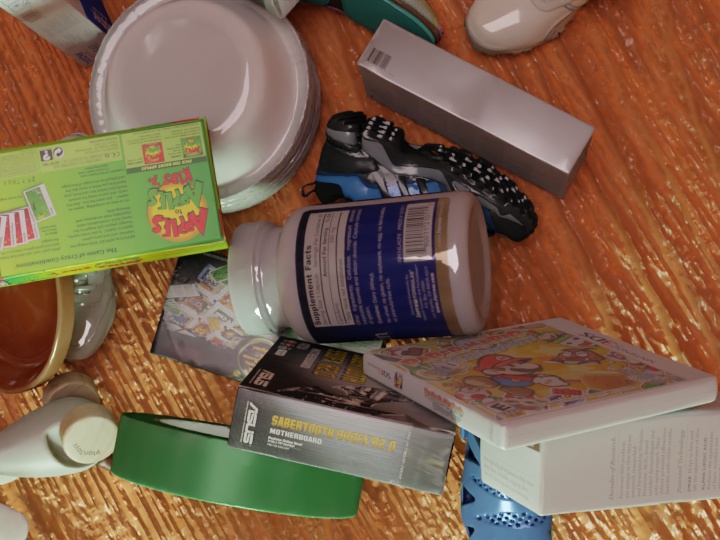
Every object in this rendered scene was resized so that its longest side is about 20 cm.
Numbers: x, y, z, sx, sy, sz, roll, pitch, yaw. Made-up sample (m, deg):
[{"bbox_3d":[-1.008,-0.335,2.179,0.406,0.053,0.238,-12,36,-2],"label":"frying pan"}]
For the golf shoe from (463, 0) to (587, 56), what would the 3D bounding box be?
[{"bbox_3d":[0.175,-0.254,1.026,0.199,0.097,0.079,-29,82,6],"label":"golf shoe"}]

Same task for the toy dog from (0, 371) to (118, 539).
[{"bbox_3d":[-0.286,0.174,1.052,0.199,0.132,0.097,-21,119,10],"label":"toy dog"}]

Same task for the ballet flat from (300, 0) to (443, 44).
[{"bbox_3d":[-0.012,-0.259,1.076,0.199,0.069,0.071,19,67,10],"label":"ballet flat"}]

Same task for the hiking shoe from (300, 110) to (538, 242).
[{"bbox_3d":[0.054,-0.065,1.047,0.199,0.074,0.087,25,114,8],"label":"hiking shoe"}]

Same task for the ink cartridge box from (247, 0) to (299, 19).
[{"bbox_3d":[-0.074,-0.331,1.056,0.162,0.057,0.200,32,76,20],"label":"ink cartridge box"}]

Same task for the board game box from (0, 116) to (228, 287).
[{"bbox_3d":[-0.212,-0.053,0.963,0.199,0.048,0.102,-10,86,-5],"label":"board game box"}]

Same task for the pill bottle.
[{"bbox_3d":[0.000,0.000,0.987,0.199,0.116,0.116,-4,83,17],"label":"pill bottle"}]

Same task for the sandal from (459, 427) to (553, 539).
[{"bbox_3d":[0.114,0.160,0.995,0.079,0.087,0.201,-10,84,5],"label":"sandal"}]

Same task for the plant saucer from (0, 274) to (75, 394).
[{"bbox_3d":[-0.310,0.006,1.058,0.200,0.032,0.202,10,106,39],"label":"plant saucer"}]

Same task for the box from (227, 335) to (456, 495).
[{"bbox_3d":[-0.006,0.105,0.938,0.157,0.200,0.049,11,98,4],"label":"box"}]

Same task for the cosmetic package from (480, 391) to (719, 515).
[{"bbox_3d":[0.200,0.134,0.931,0.199,0.102,0.075,-3,97,-19],"label":"cosmetic package"}]

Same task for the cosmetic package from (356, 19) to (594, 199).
[{"bbox_3d":[0.097,-0.136,1.031,0.199,0.083,0.051,29,81,10],"label":"cosmetic package"}]

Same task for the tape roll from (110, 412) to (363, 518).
[{"bbox_3d":[-0.096,0.154,0.968,0.199,0.200,0.048,9,84,9],"label":"tape roll"}]

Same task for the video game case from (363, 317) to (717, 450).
[{"bbox_3d":[0.132,0.078,0.915,0.199,0.182,0.023,-8,106,-30],"label":"video game case"}]

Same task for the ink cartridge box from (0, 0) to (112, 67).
[{"bbox_3d":[-0.273,-0.248,1.039,0.044,0.200,0.094,-27,80,5],"label":"ink cartridge box"}]

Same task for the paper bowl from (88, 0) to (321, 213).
[{"bbox_3d":[-0.140,-0.155,1.059,0.199,0.104,0.202,-1,84,10],"label":"paper bowl"}]

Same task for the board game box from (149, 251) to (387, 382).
[{"bbox_3d":[-0.077,0.053,1.067,0.199,0.023,0.105,17,86,10],"label":"board game box"}]

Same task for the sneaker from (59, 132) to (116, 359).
[{"bbox_3d":[-0.255,-0.023,1.062,0.074,0.100,0.201,1,85,-1],"label":"sneaker"}]
